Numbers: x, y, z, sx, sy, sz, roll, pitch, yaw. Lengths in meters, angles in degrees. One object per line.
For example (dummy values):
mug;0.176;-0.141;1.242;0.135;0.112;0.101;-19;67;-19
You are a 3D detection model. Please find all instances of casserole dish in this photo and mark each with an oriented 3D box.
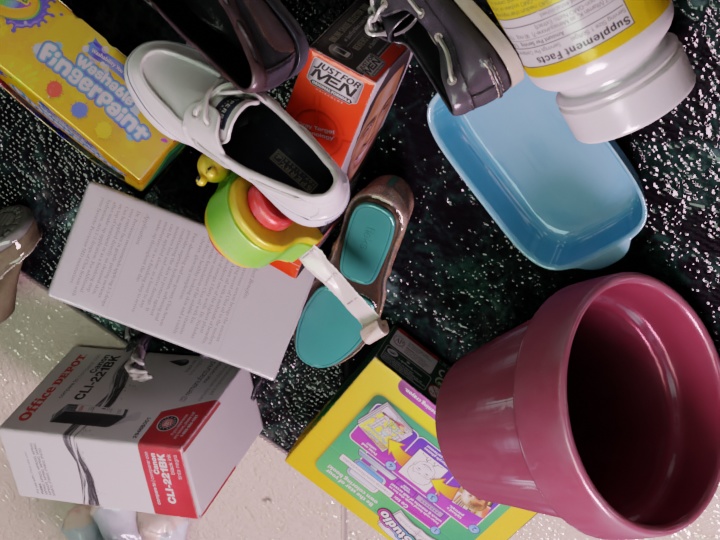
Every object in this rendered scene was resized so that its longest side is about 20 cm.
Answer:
casserole dish;0.139;-0.089;1.154;0.121;0.039;0.200;-29;107;36

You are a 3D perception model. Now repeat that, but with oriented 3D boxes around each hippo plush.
hippo plush;-0.258;0.337;1.545;0.158;0.161;0.201;2;122;24

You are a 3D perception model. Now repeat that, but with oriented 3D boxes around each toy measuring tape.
toy measuring tape;-0.059;-0.009;1.148;0.073;0.074;0.200;-33;101;37

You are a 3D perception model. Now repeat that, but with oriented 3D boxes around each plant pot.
plant pot;0.163;0.114;1.194;0.179;0.200;0.201;-15;115;49

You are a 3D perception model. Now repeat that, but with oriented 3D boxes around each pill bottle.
pill bottle;0.145;-0.196;1.030;0.114;0.114;0.201;-19;113;33

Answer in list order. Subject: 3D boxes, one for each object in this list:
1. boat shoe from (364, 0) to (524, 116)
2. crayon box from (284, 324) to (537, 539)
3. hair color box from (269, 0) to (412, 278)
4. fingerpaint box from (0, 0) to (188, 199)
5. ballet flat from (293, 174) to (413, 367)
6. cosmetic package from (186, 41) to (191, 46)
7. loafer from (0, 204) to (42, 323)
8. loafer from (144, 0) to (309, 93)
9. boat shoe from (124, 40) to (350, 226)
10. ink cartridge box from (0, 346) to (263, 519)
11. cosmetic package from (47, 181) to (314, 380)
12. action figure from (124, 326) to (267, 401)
boat shoe;0.031;-0.190;1.073;0.200;0.063;0.073;49;174;21
crayon box;0.058;0.171;1.354;0.200;0.058;0.173;38;130;-2
hair color box;-0.027;-0.102;1.182;0.061;0.102;0.201;29;130;7
fingerpaint box;-0.232;-0.151;1.204;0.200;0.073;0.167;40;173;-5
ballet flat;0.000;0.000;1.260;0.068;0.067;0.201;28;130;-1
cosmetic package;-0.093;-0.220;1.145;0.050;0.083;0.201;18;128;14
loafer;-0.351;0.007;1.434;0.070;0.075;0.200;37;135;-18
loafer;-0.124;-0.206;1.073;0.200;0.063;0.072;43;133;2
boat shoe;-0.089;-0.110;1.092;0.199;0.074;0.065;33;168;8
ink cartridge box;-0.214;0.148;1.409;0.199;0.144;0.084;2;121;23
cosmetic package;-0.148;0.007;1.248;0.199;0.071;0.102;22;90;-8
action figure;-0.169;0.038;1.343;0.199;0.102;0.119;25;140;6
